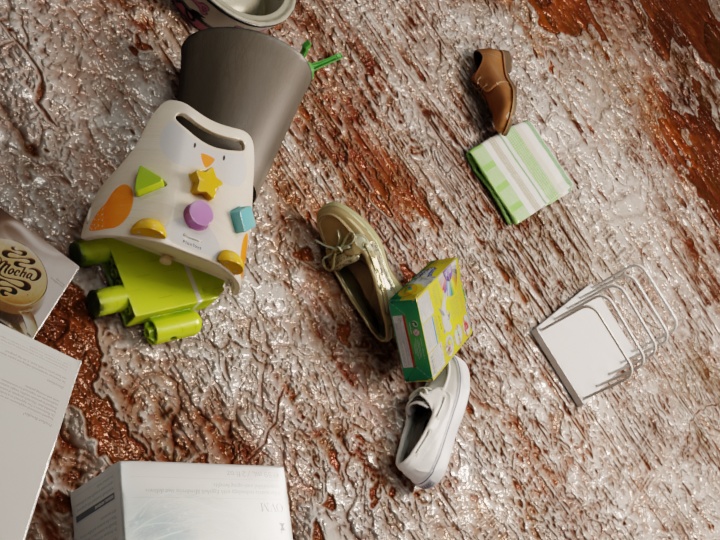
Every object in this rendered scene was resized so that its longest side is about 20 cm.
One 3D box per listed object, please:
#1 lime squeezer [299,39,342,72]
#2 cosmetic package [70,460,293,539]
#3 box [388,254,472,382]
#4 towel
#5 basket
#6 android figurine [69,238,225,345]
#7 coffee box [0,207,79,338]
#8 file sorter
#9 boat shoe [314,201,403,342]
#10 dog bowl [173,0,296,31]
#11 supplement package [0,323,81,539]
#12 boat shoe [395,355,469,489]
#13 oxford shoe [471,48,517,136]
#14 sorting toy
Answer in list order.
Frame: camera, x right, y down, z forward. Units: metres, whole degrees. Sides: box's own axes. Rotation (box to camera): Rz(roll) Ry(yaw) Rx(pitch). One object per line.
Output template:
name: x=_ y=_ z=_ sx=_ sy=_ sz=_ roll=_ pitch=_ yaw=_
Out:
lime squeezer: x=-0.079 y=-0.305 z=1.626 sx=0.038 sy=0.071 sz=0.200 roll=39 pitch=12 yaw=7
cosmetic package: x=-0.174 y=0.308 z=1.123 sx=0.197 sy=0.122 sz=0.203 roll=9 pitch=61 yaw=-38
box: x=0.102 y=0.059 z=1.522 sx=0.200 sy=0.048 sz=0.119 roll=-36 pitch=117 yaw=-59
towel: x=0.268 y=-0.166 z=1.880 sx=0.199 sy=0.031 sz=0.150 roll=-30 pitch=84 yaw=-45
basket: x=-0.165 y=-0.188 z=1.424 sx=0.177 sy=0.137 sz=0.203 roll=10 pitch=59 yaw=0
android figurine: x=-0.240 y=-0.006 z=1.312 sx=0.198 sy=0.041 sz=0.184 roll=-14 pitch=74 yaw=-43
coffee box: x=-0.406 y=-0.010 z=1.137 sx=0.199 sy=0.080 sz=0.114 roll=40 pitch=46 yaw=-17
file sorter: x=0.395 y=0.094 z=1.760 sx=0.199 sy=0.124 sz=0.140 roll=-30 pitch=87 yaw=-48
boat shoe: x=0.000 y=0.000 z=1.500 sx=0.201 sy=0.073 sz=0.063 roll=55 pitch=40 yaw=-2
dog bowl: x=-0.190 y=-0.414 z=1.582 sx=0.198 sy=0.074 sz=0.203 roll=22 pitch=53 yaw=-32
supplement package: x=-0.389 y=0.153 z=1.004 sx=0.190 sy=0.147 sz=0.202 roll=29 pitch=49 yaw=-25
boat shoe: x=0.093 y=0.186 z=1.471 sx=0.065 sy=0.073 sz=0.202 roll=37 pitch=45 yaw=-24
oxford shoe: x=0.223 y=-0.304 z=1.895 sx=0.070 sy=0.072 sz=0.202 roll=9 pitch=46 yaw=-14
sorting toy: x=-0.192 y=-0.094 z=1.276 sx=0.198 sy=0.106 sz=0.183 roll=21 pitch=68 yaw=-27
